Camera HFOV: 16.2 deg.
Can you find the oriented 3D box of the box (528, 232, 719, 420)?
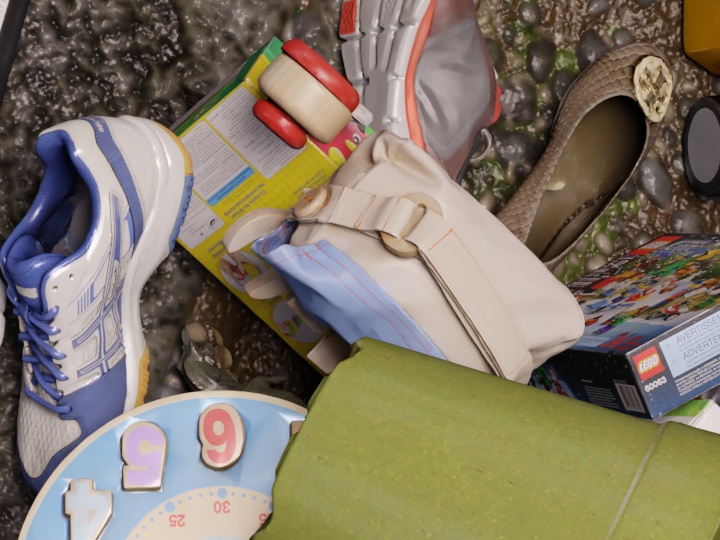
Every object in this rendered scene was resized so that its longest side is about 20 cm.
[{"bbox_3d":[0.157,0.025,1.324,0.136,0.200,0.038,-27,100,-18],"label":"box"}]

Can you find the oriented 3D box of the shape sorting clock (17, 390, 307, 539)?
[{"bbox_3d":[-0.065,0.153,1.191,0.200,0.039,0.200,1,77,-5],"label":"shape sorting clock"}]

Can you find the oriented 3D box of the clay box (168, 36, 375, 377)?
[{"bbox_3d":[-0.014,-0.014,1.314,0.200,0.115,0.048,43,41,-13],"label":"clay box"}]

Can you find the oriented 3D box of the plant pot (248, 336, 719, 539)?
[{"bbox_3d":[0.057,0.122,1.124,0.190,0.200,0.200,26,79,8],"label":"plant pot"}]

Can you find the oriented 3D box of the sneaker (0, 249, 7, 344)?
[{"bbox_3d":[-0.271,0.013,1.244,0.200,0.081,0.147,-12,87,-24],"label":"sneaker"}]

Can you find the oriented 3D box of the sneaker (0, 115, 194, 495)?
[{"bbox_3d":[-0.151,0.018,1.264,0.088,0.075,0.200,6,97,-52],"label":"sneaker"}]

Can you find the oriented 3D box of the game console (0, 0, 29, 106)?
[{"bbox_3d":[-0.252,-0.145,1.255,0.177,0.031,0.200,22,59,-20],"label":"game console"}]

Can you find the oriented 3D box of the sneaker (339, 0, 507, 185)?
[{"bbox_3d":[0.039,-0.110,1.369,0.082,0.077,0.200,9,91,-34],"label":"sneaker"}]

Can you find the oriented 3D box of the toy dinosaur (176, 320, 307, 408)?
[{"bbox_3d":[-0.013,0.087,1.307,0.088,0.200,0.048,14,101,-54],"label":"toy dinosaur"}]

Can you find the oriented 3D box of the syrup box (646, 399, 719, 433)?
[{"bbox_3d":[0.138,0.121,1.313,0.079,0.200,0.081,-45,102,-15],"label":"syrup box"}]

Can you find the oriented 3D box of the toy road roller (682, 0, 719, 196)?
[{"bbox_3d":[0.262,-0.127,1.394,0.123,0.146,0.200,0,87,-19],"label":"toy road roller"}]

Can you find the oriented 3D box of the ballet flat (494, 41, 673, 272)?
[{"bbox_3d":[0.117,-0.048,1.380,0.200,0.046,0.067,-49,119,-24],"label":"ballet flat"}]

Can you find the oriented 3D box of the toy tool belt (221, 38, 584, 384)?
[{"bbox_3d":[0.000,0.000,1.207,0.200,0.125,0.123,43,89,-11],"label":"toy tool belt"}]
